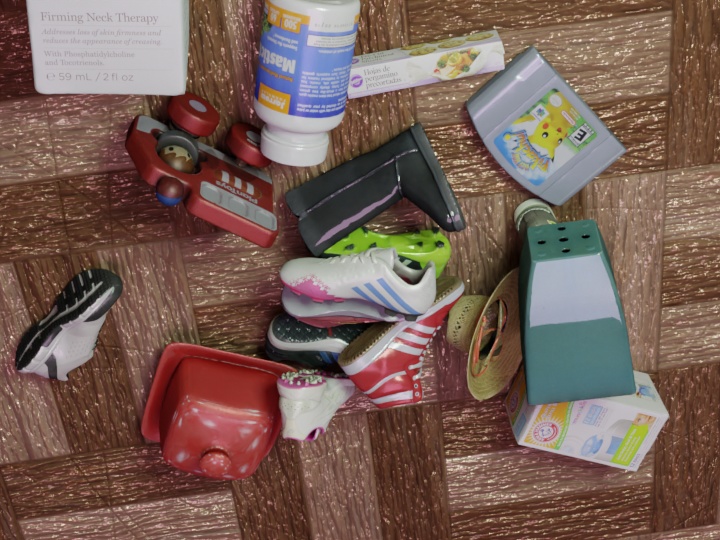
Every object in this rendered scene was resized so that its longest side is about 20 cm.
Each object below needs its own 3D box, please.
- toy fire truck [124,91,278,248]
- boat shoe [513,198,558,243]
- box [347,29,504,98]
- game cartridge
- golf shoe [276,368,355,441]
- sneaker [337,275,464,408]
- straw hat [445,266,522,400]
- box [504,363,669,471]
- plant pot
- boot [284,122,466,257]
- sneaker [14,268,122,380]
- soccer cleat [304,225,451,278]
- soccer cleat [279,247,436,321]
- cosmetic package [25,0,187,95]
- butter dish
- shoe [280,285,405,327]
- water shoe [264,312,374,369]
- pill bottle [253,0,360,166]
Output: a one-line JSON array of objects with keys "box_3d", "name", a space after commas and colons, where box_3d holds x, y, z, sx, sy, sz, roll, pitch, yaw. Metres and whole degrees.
[{"box_3d": [-0.189, -0.115, 1.412, 0.199, 0.168, 0.113, 26, 115, -20], "name": "toy fire truck"}, {"box_3d": [0.273, -0.006, 1.592, 0.072, 0.060, 0.202, -30, 120, 12], "name": "boat shoe"}, {"box_3d": [0.077, -0.253, 1.432, 0.198, 0.042, 0.039, -10, 121, 1], "name": "box"}, {"box_3d": [0.233, -0.176, 1.500, 0.133, 0.041, 0.200, -39, 117, 21], "name": "game cartridge"}, {"box_3d": [-0.063, 0.183, 1.603, 0.075, 0.200, 0.093, 5, 91, 22], "name": "golf shoe"}, {"box_3d": [0.077, 0.102, 1.576, 0.199, 0.071, 0.113, -37, 111, -3], "name": "sneaker"}, {"box_3d": [0.162, 0.074, 1.604, 0.084, 0.201, 0.203, 17, 127, 29], "name": "straw hat"}, {"box_3d": [0.325, 0.201, 1.701, 0.198, 0.102, 0.113, 15, 118, -15], "name": "box"}, {"box_3d": [0.271, 0.046, 1.511, 0.140, 0.142, 0.202, -7, 121, 8], "name": "plant pot"}, {"box_3d": [0.018, -0.076, 1.468, 0.199, 0.166, 0.066, -26, 147, 7], "name": "boot"}, {"box_3d": [-0.380, 0.074, 1.575, 0.200, 0.074, 0.080, -41, 132, 23], "name": "sneaker"}, {"box_3d": [0.022, -0.019, 1.558, 0.198, 0.068, 0.082, 3, 134, -9], "name": "soccer cleat"}, {"box_3d": [0.000, 0.000, 1.463, 0.198, 0.070, 0.087, 12, 120, -4], "name": "soccer cleat"}, {"box_3d": [-0.273, -0.316, 1.281, 0.165, 0.167, 0.202, -1, 121, -6], "name": "cosmetic package"}, {"box_3d": [-0.199, 0.222, 1.623, 0.198, 0.148, 0.201, 13, 126, -15], "name": "butter dish"}, {"box_3d": [-0.005, 0.037, 1.550, 0.198, 0.091, 0.072, -2, 82, 1], "name": "shoe"}, {"box_3d": [-0.036, 0.098, 1.632, 0.198, 0.072, 0.079, 9, 148, -13], "name": "water shoe"}, {"box_3d": [-0.068, -0.231, 1.381, 0.111, 0.112, 0.202, 5, 117, -9], "name": "pill bottle"}]
